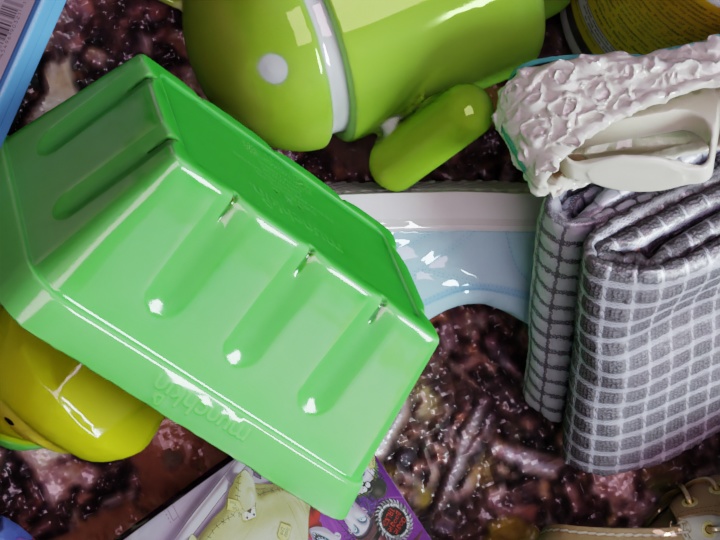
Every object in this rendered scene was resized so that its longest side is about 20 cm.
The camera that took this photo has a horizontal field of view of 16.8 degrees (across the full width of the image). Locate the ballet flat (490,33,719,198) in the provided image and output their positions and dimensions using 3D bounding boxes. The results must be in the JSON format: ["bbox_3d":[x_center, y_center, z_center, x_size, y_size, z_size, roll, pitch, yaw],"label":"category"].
[{"bbox_3d":[0.159,-0.067,1.072,0.199,0.072,0.072,-10,94,1],"label":"ballet flat"}]

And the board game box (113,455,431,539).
[{"bbox_3d":[-0.052,0.153,1.123,0.200,0.032,0.120,-35,96,-38],"label":"board game box"}]

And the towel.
[{"bbox_3d":[0.178,-0.001,1.163,0.199,0.166,0.086,-24,53,-17],"label":"towel"}]

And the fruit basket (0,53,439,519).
[{"bbox_3d":[-0.098,0.031,1.070,0.214,0.156,0.216,-8,125,-11],"label":"fruit basket"}]

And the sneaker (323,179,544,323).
[{"bbox_3d":[0.000,0.000,1.162,0.199,0.074,0.082,-1,96,-10],"label":"sneaker"}]

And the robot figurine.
[{"bbox_3d":[0.006,-0.127,1.136,0.199,0.116,0.176,-21,81,-12],"label":"robot figurine"}]

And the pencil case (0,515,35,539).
[{"bbox_3d":[-0.121,0.196,1.129,0.200,0.078,0.087,38,124,-13],"label":"pencil case"}]

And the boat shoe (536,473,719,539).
[{"bbox_3d":[0.178,0.135,1.219,0.199,0.074,0.067,6,79,-19],"label":"boat shoe"}]

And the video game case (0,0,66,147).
[{"bbox_3d":[-0.232,-0.092,1.057,0.199,0.018,0.144,21,85,27],"label":"video game case"}]

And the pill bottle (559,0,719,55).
[{"bbox_3d":[0.171,-0.153,1.128,0.112,0.200,0.113,3,74,-12],"label":"pill bottle"}]
